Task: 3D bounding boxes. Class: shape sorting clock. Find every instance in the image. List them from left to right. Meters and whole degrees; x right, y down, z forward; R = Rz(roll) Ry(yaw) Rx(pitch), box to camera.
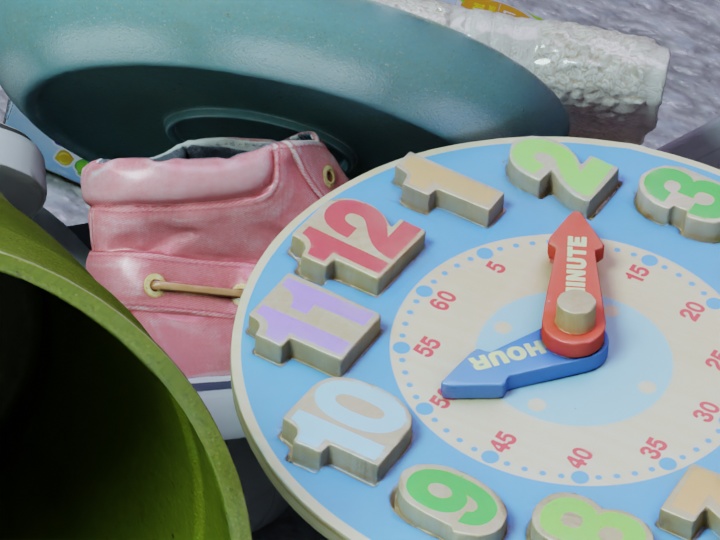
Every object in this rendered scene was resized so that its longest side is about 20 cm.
[{"bbox_3d":[0.062,0.024,0.858,0.200,0.039,0.200,-1,40,1],"label":"shape sorting clock"}]

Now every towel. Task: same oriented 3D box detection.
[{"bbox_3d":[0.034,-0.066,1.047,0.132,0.035,0.200,9,-3,0],"label":"towel"}]

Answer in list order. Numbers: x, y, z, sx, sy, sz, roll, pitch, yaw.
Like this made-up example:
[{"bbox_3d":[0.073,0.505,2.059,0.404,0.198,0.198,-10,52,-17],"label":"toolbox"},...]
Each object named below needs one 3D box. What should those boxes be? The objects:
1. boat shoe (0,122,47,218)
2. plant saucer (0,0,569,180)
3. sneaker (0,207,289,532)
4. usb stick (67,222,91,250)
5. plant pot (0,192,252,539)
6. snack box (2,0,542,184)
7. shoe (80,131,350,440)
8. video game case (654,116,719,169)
[{"bbox_3d":[-0.193,-0.059,0.930,0.200,0.071,0.064,12,60,-22],"label":"boat shoe"},{"bbox_3d":[-0.031,-0.051,0.982,0.200,0.027,0.200,10,-15,3],"label":"plant saucer"},{"bbox_3d":[-0.119,0.029,0.983,0.200,0.073,0.085,30,28,20],"label":"sneaker"},{"bbox_3d":[-0.047,-0.007,1.078,0.200,0.033,0.055,-11,27,-13],"label":"usb stick"},{"bbox_3d":[-0.142,0.049,0.831,0.200,0.201,0.193,9,20,-14],"label":"plant pot"},{"bbox_3d":[-0.029,-0.077,1.234,0.169,0.068,0.200,24,30,12],"label":"snack box"},{"bbox_3d":[0.000,0.000,0.953,0.200,0.091,0.071,-6,6,-34],"label":"shoe"},{"bbox_3d":[0.142,-0.037,1.140,0.182,0.200,0.024,-14,80,-50],"label":"video game case"}]
